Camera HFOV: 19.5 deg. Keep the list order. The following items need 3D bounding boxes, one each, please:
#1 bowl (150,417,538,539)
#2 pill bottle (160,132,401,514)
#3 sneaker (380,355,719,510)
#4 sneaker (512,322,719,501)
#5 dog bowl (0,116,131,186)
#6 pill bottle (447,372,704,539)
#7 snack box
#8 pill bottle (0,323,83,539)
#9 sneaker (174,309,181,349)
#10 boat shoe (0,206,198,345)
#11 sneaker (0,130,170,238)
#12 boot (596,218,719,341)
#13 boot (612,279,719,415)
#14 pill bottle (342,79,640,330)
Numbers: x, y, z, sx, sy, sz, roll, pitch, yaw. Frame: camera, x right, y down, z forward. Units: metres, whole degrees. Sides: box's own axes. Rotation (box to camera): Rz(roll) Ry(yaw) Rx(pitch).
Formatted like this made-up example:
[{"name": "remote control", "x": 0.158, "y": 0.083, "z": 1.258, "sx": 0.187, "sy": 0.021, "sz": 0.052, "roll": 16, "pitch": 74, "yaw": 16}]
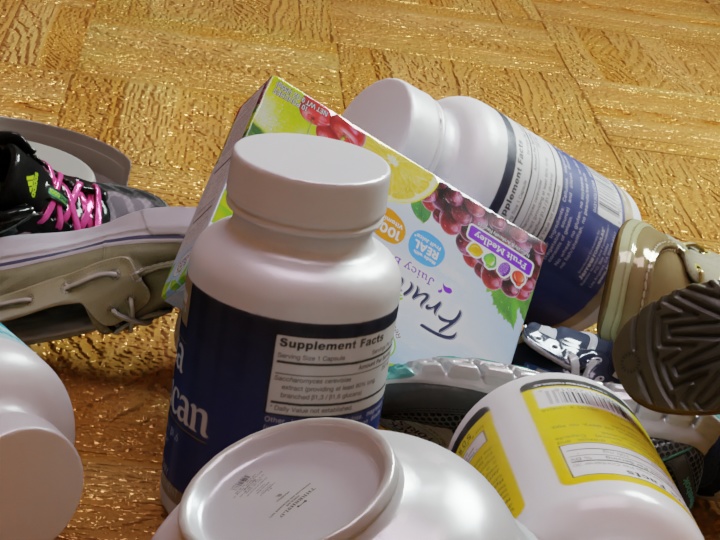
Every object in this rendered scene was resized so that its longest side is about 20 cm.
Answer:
[{"name": "bowl", "x": -0.019, "y": 0.126, "z": 0.892, "sx": 0.200, "sy": 0.091, "sz": 0.201, "roll": -13, "pitch": 29, "yaw": 7}, {"name": "pill bottle", "x": -0.039, "y": 0.036, "z": 1.084, "sx": 0.111, "sy": 0.201, "sz": 0.111, "roll": 8, "pitch": 19, "yaw": -3}, {"name": "sneaker", "x": 0.095, "y": 0.100, "z": 1.134, "sx": 0.199, "sy": 0.092, "sz": 0.078, "roll": 11, "pitch": -4, "yaw": -1}, {"name": "sneaker", "x": 0.152, "y": 0.082, "z": 1.236, "sx": 0.108, "sy": 0.070, "sz": 0.200, "roll": 8, "pitch": 12, "yaw": -18}, {"name": "dog bowl", "x": -0.256, "y": -0.052, "z": 1.447, "sx": 0.199, "sy": 0.059, "sz": 0.200, "roll": 8, "pitch": 19, "yaw": -3}, {"name": "pill bottle", "x": 0.107, "y": 0.136, "z": 1.005, "sx": 0.111, "sy": 0.112, "sz": 0.200, "roll": 6, "pitch": 19, "yaw": -8}, {"name": "snack box", "x": 0.000, "y": 0.000, "z": 1.207, "sx": 0.200, "sy": 0.053, "sz": 0.143, "roll": 30, "pitch": 58, "yaw": -16}, {"name": "pill bottle", "x": -0.214, "y": 0.069, "z": 1.047, "sx": 0.110, "sy": 0.111, "sz": 0.200, "roll": -5, "pitch": 24, "yaw": -36}, {"name": "sneaker", "x": -0.015, "y": 0.031, "z": 1.321, "sx": 0.112, "sy": 0.073, "sz": 0.200, "roll": 24, "pitch": 32, "yaw": 28}, {"name": "boat shoe", "x": -0.146, "y": 0.009, "z": 1.252, "sx": 0.199, "sy": 0.062, "sz": 0.072, "roll": -9, "pitch": -27, "yaw": 20}, {"name": "sneaker", "x": -0.204, "y": -0.039, "z": 1.304, "sx": 0.199, "sy": 0.087, "sz": 0.074, "roll": 9, "pitch": 62, "yaw": -18}, {"name": "boot", "x": 0.225, "y": 0.027, "z": 1.214, "sx": 0.154, "sy": 0.072, "sz": 0.200, "roll": 16, "pitch": 1, "yaw": 20}, {"name": "boot", "x": 0.236, "y": 0.063, "z": 1.107, "sx": 0.174, "sy": 0.066, "sz": 0.200, "roll": -12, "pitch": -23, "yaw": 13}, {"name": "pill bottle", "x": 0.078, "y": -0.044, "z": 1.355, "sx": 0.200, "sy": 0.111, "sz": 0.111, "roll": 28, "pitch": 7, "yaw": -33}]
